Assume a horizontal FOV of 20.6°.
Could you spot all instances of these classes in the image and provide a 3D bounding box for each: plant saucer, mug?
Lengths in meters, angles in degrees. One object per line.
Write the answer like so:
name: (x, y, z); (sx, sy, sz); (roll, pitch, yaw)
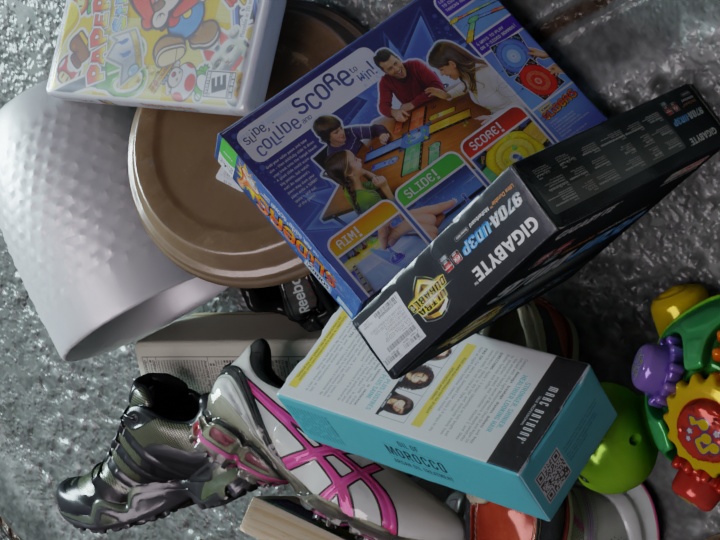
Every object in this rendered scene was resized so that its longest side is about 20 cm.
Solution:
plant saucer: (-0.067, -0.088, 1.300); (0.199, 0.029, 0.201); (-6, 73, 19)
mug: (-0.163, -0.059, 1.402); (0.199, 0.148, 0.176); (-30, 83, 17)

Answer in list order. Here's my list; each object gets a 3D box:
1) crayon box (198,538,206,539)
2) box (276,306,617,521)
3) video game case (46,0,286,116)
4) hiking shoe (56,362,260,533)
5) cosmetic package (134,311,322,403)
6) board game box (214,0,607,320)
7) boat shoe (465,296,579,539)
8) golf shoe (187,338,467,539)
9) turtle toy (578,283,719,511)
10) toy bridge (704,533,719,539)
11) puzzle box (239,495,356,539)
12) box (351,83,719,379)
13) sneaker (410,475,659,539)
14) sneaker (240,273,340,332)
crayon box: (-0.021, 0.284, 1.422); (0.199, 0.058, 0.173); (10, 143, 36)
box: (0.049, 0.080, 1.195); (0.199, 0.082, 0.049); (15, 150, 42)
video game case: (-0.118, -0.205, 1.312); (0.181, 0.023, 0.201); (8, 84, 37)
hiking shoe: (-0.143, 0.123, 1.409); (0.199, 0.076, 0.101); (-18, 89, 34)
cosmetic package: (-0.059, 0.086, 1.411); (0.199, 0.073, 0.104); (-1, 107, 39)
board game box: (0.031, -0.080, 1.190); (0.136, 0.200, 0.034); (50, 159, 12)
boat shoe: (0.095, 0.112, 1.239); (0.071, 0.062, 0.201); (0, 73, 32)
golf shoe: (-0.012, 0.119, 1.287); (0.199, 0.073, 0.092); (28, 88, 12)
turtle toy: (0.207, 0.083, 1.175); (0.199, 0.101, 0.147); (-18, 96, 42)
toy bridge: (0.245, 0.197, 1.240); (0.199, 0.027, 0.068); (-15, 97, 41)
puzzle box: (0.024, 0.201, 1.310); (0.199, 0.133, 0.026); (24, 88, 12)
box: (0.106, -0.025, 1.147); (0.046, 0.200, 0.159); (53, 130, 9)
sneaker: (0.092, 0.169, 1.311); (0.199, 0.088, 0.082); (-4, 105, 40)
sneaker: (0.000, 0.000, 1.309); (0.200, 0.098, 0.071); (-1, 112, 39)
